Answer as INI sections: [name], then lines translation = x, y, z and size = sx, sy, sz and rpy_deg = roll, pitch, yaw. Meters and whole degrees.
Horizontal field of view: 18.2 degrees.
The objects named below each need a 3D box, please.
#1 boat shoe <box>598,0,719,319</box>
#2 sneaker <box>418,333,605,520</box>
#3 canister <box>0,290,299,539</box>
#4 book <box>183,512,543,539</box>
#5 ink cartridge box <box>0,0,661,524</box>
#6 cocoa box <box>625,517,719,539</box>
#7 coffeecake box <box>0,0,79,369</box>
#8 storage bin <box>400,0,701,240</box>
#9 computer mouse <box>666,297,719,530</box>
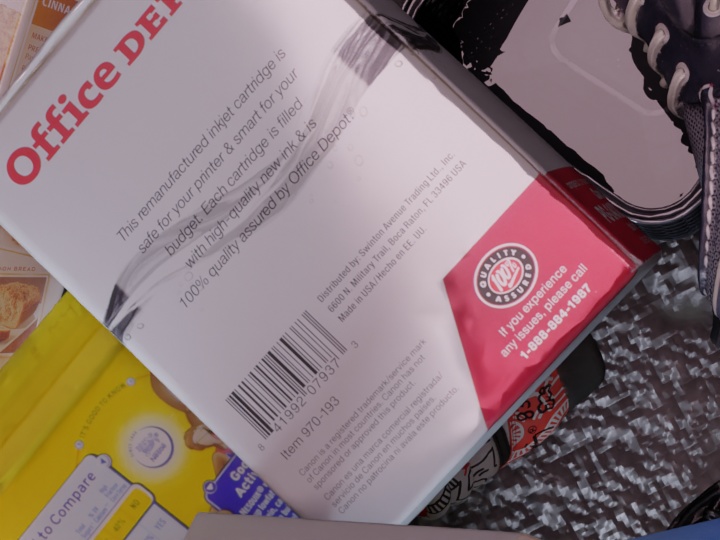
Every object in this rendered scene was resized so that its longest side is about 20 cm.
[boat shoe]
translation = 0.120, -0.081, 0.789
size = 0.093, 0.075, 0.200
rpy_deg = 9, 81, 18
[sneaker]
translation = 0.001, 0.000, 0.854
size = 0.108, 0.067, 0.201
rpy_deg = -41, 108, -15
[canister]
translation = -0.069, 0.119, 0.829
size = 0.200, 0.087, 0.149
rpy_deg = 39, 70, -2
[book]
translation = -0.012, 0.143, 0.690
size = 0.048, 0.200, 0.134
rpy_deg = 22, 74, -27
[ink cartridge box]
translation = -0.018, -0.021, 0.786
size = 0.200, 0.083, 0.145
rpy_deg = 44, 103, 7
[cocoa box]
translation = 0.101, 0.199, 0.720
size = 0.133, 0.131, 0.200
rpy_deg = -11, 124, -13
[coffeecake box]
translation = -0.179, -0.066, 0.907
size = 0.153, 0.073, 0.200
rpy_deg = 18, 92, 35
[storage bin]
translation = 0.121, -0.125, 0.868
size = 0.135, 0.094, 0.200
rpy_deg = 34, 93, 11
[computer mouse]
translation = 0.153, 0.047, 0.882
size = 0.059, 0.034, 0.200
rpy_deg = 14, 90, 11
